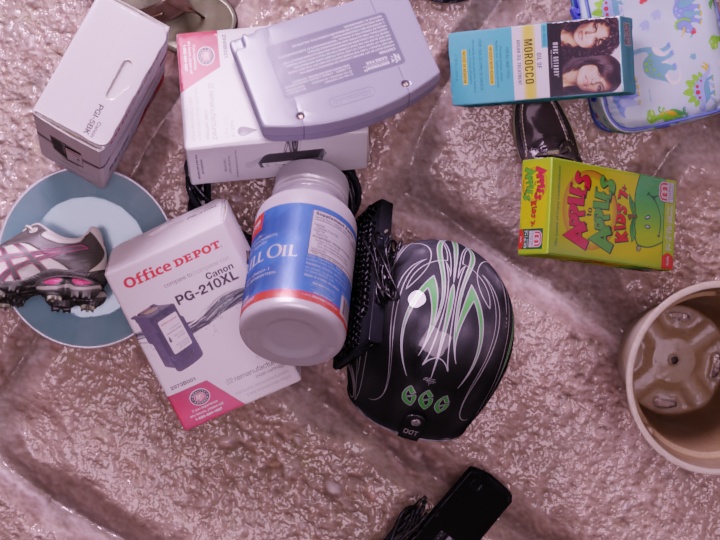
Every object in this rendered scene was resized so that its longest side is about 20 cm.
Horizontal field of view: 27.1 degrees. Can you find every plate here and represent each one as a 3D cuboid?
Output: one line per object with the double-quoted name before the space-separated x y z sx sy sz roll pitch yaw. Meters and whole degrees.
"plate" -0.302 -0.015 1.660 0.197 0.026 0.203 0 92 -3

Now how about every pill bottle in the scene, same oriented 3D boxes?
"pill bottle" -0.061 -0.013 1.552 0.111 0.113 0.202 9 53 -4

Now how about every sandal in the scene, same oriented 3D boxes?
"sandal" -0.230 -0.297 1.633 0.199 0.057 0.081 26 91 -5

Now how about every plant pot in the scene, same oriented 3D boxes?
"plant pot" 0.365 0.106 1.634 0.197 0.183 0.204 0 94 -4

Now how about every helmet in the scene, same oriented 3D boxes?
"helmet" 0.077 0.066 1.619 0.197 0.200 0.193 16 109 -5

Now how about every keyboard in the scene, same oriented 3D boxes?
"keyboard" 0.075 0.301 1.699 0.200 0.040 0.104 -49 120 -1
"keyboard" 0.000 0.000 1.571 0.039 0.202 0.104 30 134 -27

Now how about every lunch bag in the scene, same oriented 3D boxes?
"lunch bag" 0.318 -0.258 1.662 0.159 0.082 0.203 -13 94 -4

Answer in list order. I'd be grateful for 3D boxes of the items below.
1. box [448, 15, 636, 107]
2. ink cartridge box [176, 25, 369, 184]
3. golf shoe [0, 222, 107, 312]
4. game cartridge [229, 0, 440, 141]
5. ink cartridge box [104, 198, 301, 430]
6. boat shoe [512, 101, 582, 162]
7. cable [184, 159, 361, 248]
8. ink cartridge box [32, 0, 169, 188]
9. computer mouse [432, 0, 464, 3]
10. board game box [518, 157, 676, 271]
"box" 0.196 -0.225 1.626 0.198 0.049 0.084 -2 94 27
"ink cartridge box" -0.093 -0.182 1.612 0.197 0.084 0.146 -6 67 -5
"golf shoe" -0.371 -0.004 1.618 0.197 0.077 0.089 3 73 -6
"game cartridge" -0.024 -0.210 1.562 0.198 0.041 0.135 -18 65 -10
"ink cartridge box" -0.168 0.047 1.614 0.143 0.084 0.202 -23 109 5
"boat shoe" 0.221 -0.109 1.671 0.072 0.065 0.202 -18 93 -1
"cable" -0.100 -0.090 1.658 0.198 0.051 0.165 25 91 -4
"ink cartridge box" -0.268 -0.183 1.554 0.082 0.200 0.148 28 78 -5
"computer mouse" 0.158 -0.352 1.670 0.198 0.034 0.059 -27 95 -2
"board game box" 0.261 -0.058 1.631 0.198 0.047 0.103 6 86 -38
